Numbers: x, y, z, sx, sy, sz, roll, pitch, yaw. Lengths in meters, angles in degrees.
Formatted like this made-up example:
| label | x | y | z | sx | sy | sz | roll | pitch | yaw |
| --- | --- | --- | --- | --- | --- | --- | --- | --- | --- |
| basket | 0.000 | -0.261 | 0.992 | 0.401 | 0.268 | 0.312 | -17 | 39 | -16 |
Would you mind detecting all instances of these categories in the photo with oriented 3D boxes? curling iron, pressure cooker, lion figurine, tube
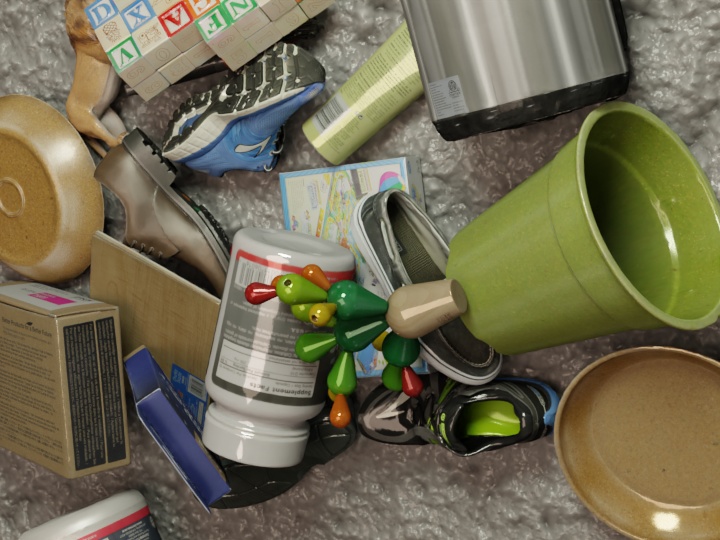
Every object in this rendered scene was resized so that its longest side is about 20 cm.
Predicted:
| label | x | y | z | sx | sy | sz | roll | pitch | yaw |
| --- | --- | --- | --- | --- | --- | --- | --- | --- | --- |
| curling iron | -0.130 | -0.205 | 1.613 | 0.200 | 0.050 | 0.026 | -18 | 61 | 12 |
| pressure cooker | 0.123 | -0.220 | 1.433 | 0.176 | 0.179 | 0.200 | -14 | 94 | 19 |
| lion figurine | -0.255 | -0.187 | 1.692 | 0.122 | 0.072 | 0.200 | 29 | 113 | 23 |
| tube | 0.035 | -0.178 | 1.565 | 0.200 | 0.052 | 0.058 | -42 | 123 | 17 |

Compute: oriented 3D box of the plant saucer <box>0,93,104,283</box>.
| label | x | y | z | sx | sy | sz | roll | pitch | yaw |
| --- | --- | --- | --- | --- | --- | --- | --- | --- | --- |
| plant saucer | -0.346 | -0.078 | 1.753 | 0.200 | 0.035 | 0.200 | 14 | 114 | 33 |

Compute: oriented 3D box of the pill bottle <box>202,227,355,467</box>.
| label | x | y | z | sx | sy | sz | roll | pitch | yaw |
| --- | --- | --- | --- | --- | --- | --- | --- | --- | --- |
| pill bottle | -0.078 | 0.070 | 1.572 | 0.114 | 0.114 | 0.200 | 17 | 102 | 23 |

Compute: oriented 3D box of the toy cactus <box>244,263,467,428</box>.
| label | x | y | z | sx | sy | sz | roll | pitch | yaw |
| --- | --- | --- | --- | --- | --- | --- | --- | --- | --- |
| toy cactus | 0.010 | 0.051 | 1.465 | 0.165 | 0.102 | 0.200 | -20 | 131 | 26 |

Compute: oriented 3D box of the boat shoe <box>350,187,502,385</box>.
| label | x | y | z | sx | sy | sz | roll | pitch | yaw |
| --- | --- | --- | --- | --- | --- | --- | --- | --- | --- |
| boat shoe | 0.062 | 0.016 | 1.523 | 0.200 | 0.072 | 0.071 | 53 | 157 | -3 |

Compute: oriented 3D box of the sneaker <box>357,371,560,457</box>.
| label | x | y | z | sx | sy | sz | roll | pitch | yaw |
| --- | --- | --- | --- | --- | --- | --- | --- | --- | --- |
| sneaker | 0.082 | 0.130 | 1.573 | 0.200 | 0.083 | 0.071 | -2 | 97 | 30 |

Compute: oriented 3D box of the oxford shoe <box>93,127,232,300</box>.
| label | x | y | z | sx | sy | sz | roll | pitch | yaw |
| --- | --- | --- | --- | --- | --- | --- | --- | --- | --- |
| oxford shoe | -0.182 | -0.035 | 1.664 | 0.084 | 0.073 | 0.200 | -39 | 91 | 1 |

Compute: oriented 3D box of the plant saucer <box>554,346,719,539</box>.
| label | x | y | z | sx | sy | sz | roll | pitch | yaw |
| --- | --- | --- | --- | --- | --- | --- | --- | --- | --- |
| plant saucer | 0.269 | 0.147 | 1.483 | 0.200 | 0.035 | 0.200 | 10 | 118 | 20 |

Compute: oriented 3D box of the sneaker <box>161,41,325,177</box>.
| label | x | y | z | sx | sy | sz | roll | pitch | yaw |
| --- | --- | --- | --- | --- | --- | --- | --- | --- | --- |
| sneaker | -0.096 | -0.145 | 1.614 | 0.200 | 0.089 | 0.079 | -26 | 44 | 43 |

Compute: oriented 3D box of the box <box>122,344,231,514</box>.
| label | x | y | z | sx | sy | sz | roll | pitch | yaw |
| --- | --- | --- | --- | --- | --- | --- | --- | --- | --- |
| box | -0.173 | 0.148 | 1.622 | 0.032 | 0.200 | 0.121 | -34 | 106 | -2 |

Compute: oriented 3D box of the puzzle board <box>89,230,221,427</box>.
| label | x | y | z | sx | sy | sz | roll | pitch | yaw |
| --- | --- | --- | --- | --- | --- | --- | --- | --- | --- |
| puzzle board | -0.203 | 0.063 | 1.696 | 0.151 | 0.017 | 0.200 | 28 | 138 | 16 |

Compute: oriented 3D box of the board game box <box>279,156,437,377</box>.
| label | x | y | z | sx | sy | sz | roll | pitch | yaw |
| --- | --- | --- | --- | --- | --- | --- | --- | --- | --- |
| board game box | 0.000 | 0.000 | 1.610 | 0.134 | 0.034 | 0.200 | -5 | 92 | 27 |

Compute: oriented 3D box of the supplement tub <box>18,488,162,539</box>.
| label | x | y | z | sx | sy | sz | roll | pitch | yaw |
| --- | --- | --- | --- | --- | --- | --- | --- | --- | --- |
| supplement tub | -0.251 | 0.335 | 1.744 | 0.140 | 0.140 | 0.200 | -24 | 88 | 28 |

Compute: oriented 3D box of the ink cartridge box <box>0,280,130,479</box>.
| label | x | y | z | sx | sy | sz | roll | pitch | yaw |
| --- | --- | --- | --- | --- | --- | --- | --- | --- | --- |
| ink cartridge box | -0.312 | 0.105 | 1.724 | 0.200 | 0.075 | 0.165 | 13 | 108 | 53 |

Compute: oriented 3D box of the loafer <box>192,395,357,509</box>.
| label | x | y | z | sx | sy | sz | roll | pitch | yaw |
| --- | --- | --- | --- | --- | --- | --- | --- | --- | --- |
| loafer | -0.081 | 0.172 | 1.685 | 0.200 | 0.063 | 0.072 | -30 | 126 | 29 |

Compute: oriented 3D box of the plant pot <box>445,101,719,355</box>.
| label | x | y | z | sx | sy | sz | roll | pitch | yaw |
| --- | --- | --- | --- | --- | --- | --- | --- | --- | --- |
| plant pot | 0.180 | -0.014 | 1.459 | 0.190 | 0.200 | 0.200 | -28 | 86 | 41 |

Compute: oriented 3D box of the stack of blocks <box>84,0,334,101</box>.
| label | x | y | z | sx | sy | sz | roll | pitch | yaw |
| --- | --- | --- | --- | --- | --- | --- | --- | --- | --- |
| stack of blocks | -0.139 | -0.242 | 1.571 | 0.200 | 0.059 | 0.115 | -33 | 60 | 6 |
